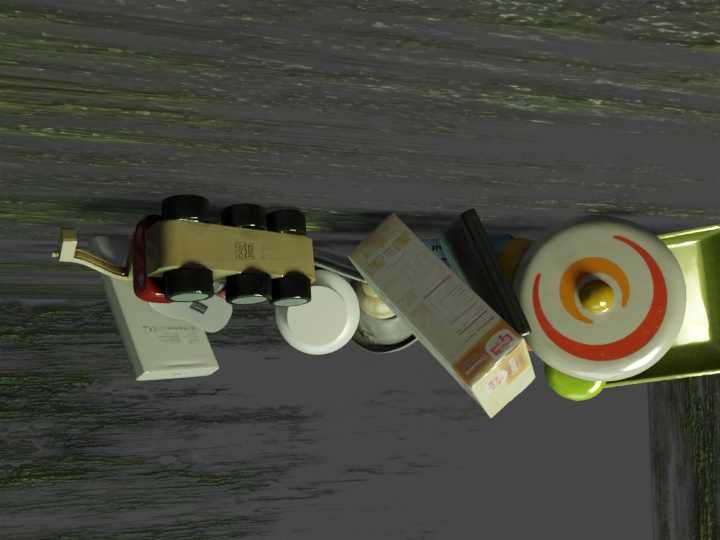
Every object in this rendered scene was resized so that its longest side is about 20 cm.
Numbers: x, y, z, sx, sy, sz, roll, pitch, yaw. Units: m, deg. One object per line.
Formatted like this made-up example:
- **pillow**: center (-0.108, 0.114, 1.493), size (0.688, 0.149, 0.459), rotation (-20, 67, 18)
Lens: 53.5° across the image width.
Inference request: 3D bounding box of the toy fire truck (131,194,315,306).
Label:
- **toy fire truck**: center (-0.170, -0.014, 0.768), size (0.176, 0.129, 0.200), rotation (4, 163, -40)

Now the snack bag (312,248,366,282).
- **snack bag**: center (0.000, 0.000, 0.995), size (0.188, 0.021, 0.200), rotation (18, -177, 36)

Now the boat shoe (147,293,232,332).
- **boat shoe**: center (-0.233, 0.025, 0.910), size (0.057, 0.069, 0.200), rotation (33, 169, 27)

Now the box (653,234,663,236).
- **box**: center (0.364, -0.017, 1.028), size (0.121, 0.048, 0.200), rotation (2, 175, -27)

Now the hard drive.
- **hard drive**: center (-0.275, 0.049, 0.955), size (0.026, 0.200, 0.132), rotation (-36, 158, 24)

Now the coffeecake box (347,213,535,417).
- **coffeecake box**: center (0.092, 0.052, 0.786), size (0.073, 0.200, 0.154), rotation (-42, 152, -3)

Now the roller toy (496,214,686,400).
- **roller toy**: center (0.266, 0.031, 0.812), size (0.182, 0.201, 0.140), rotation (-27, 167, 12)

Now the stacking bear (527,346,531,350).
- **stacking bear**: center (0.290, 0.074, 1.105), size (0.113, 0.122, 0.200), rotation (19, -162, 38)

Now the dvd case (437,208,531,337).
- **dvd case**: center (0.138, 0.011, 0.830), size (0.017, 0.143, 0.200), rotation (-24, 176, -3)

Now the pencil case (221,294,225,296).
- **pencil case**: center (-0.167, -0.002, 0.984), size (0.087, 0.088, 0.200), rotation (3, 174, -30)

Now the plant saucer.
- **plant saucer**: center (0.370, 0.044, 0.920), size (0.199, 0.200, 0.048), rotation (-11, -162, 16)

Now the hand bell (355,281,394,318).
- **hand bell**: center (0.019, 0.007, 1.223), size (0.104, 0.105, 0.200), rotation (-1, 162, 14)

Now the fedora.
- **fedora**: center (0.038, 0.061, 1.366), size (0.200, 0.177, 0.090), rotation (37, 170, 38)

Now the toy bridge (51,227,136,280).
- **toy bridge**: center (-0.284, -0.018, 0.904), size (0.199, 0.027, 0.067), rotation (2, 133, -31)

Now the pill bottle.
- **pill bottle**: center (-0.059, 0.053, 0.987), size (0.112, 0.113, 0.200), rotation (0, -178, -3)

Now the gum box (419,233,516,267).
- **gum box**: center (0.155, -0.016, 1.042), size (0.169, 0.045, 0.200), rotation (-3, 175, 23)
